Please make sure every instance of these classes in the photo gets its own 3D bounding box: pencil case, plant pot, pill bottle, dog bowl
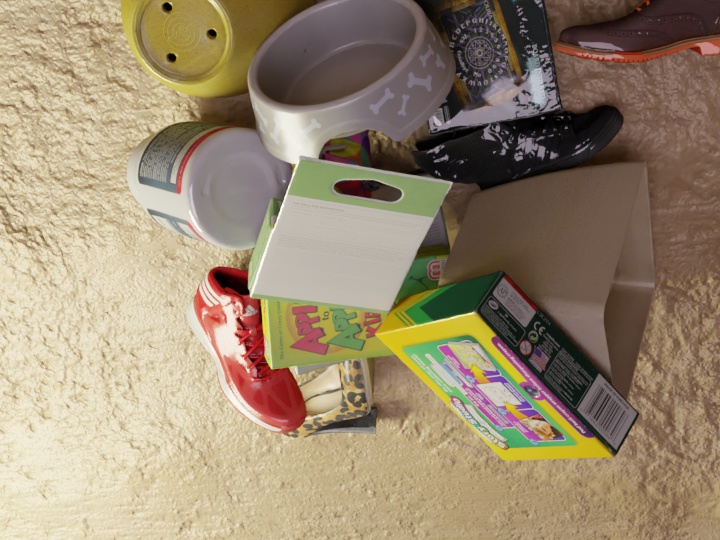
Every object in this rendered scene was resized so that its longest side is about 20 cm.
[{"bbox_3d":[-0.028,-0.134,1.161,0.088,0.200,0.089,-1,134,-1],"label":"pencil case"},{"bbox_3d":[0.189,0.018,1.189,0.177,0.200,0.200,7,142,22],"label":"plant pot"},{"bbox_3d":[-0.155,-0.253,1.158,0.199,0.142,0.201,4,117,7],"label":"plant pot"},{"bbox_3d":[-0.163,-0.093,1.203,0.119,0.200,0.120,-7,103,-31],"label":"pill bottle"},{"bbox_3d":[-0.015,-0.186,1.090,0.199,0.200,0.059,-12,135,15],"label":"dog bowl"}]

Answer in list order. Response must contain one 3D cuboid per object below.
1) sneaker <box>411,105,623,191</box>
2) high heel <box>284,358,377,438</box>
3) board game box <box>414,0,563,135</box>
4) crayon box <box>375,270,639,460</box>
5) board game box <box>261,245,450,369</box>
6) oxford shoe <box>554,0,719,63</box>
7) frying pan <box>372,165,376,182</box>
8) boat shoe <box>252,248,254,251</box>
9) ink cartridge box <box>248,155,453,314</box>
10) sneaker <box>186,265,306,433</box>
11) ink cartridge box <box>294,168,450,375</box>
[{"bbox_3d":[0.161,-0.138,1.206,0.200,0.060,0.104,-31,112,25],"label":"sneaker"},{"bbox_3d":[-0.055,0.134,1.346,0.142,0.072,0.200,1,142,4],"label":"high heel"},{"bbox_3d":[0.117,-0.244,1.150,0.135,0.028,0.201,-9,98,14],"label":"board game box"},{"bbox_3d":[0.137,0.098,1.122,0.200,0.058,0.172,45,153,-16],"label":"crayon box"},{"bbox_3d":[-0.002,0.037,1.219,0.199,0.048,0.102,-6,104,-12],"label":"board game box"},{"bbox_3d":[0.283,-0.241,1.125,0.199,0.071,0.073,-7,109,-5],"label":"oxford shoe"},{"bbox_3d":[-0.023,-0.035,1.309,0.115,0.031,0.191,14,115,5],"label":"frying pan"},{"bbox_3d":[-0.072,0.021,1.312,0.084,0.069,0.200,-24,115,32],"label":"boat shoe"},{"bbox_3d":[-0.014,-0.041,1.091,0.145,0.048,0.200,8,138,-15],"label":"ink cartridge box"},{"bbox_3d":[-0.123,0.082,1.299,0.200,0.078,0.116,48,148,14],"label":"sneaker"},{"bbox_3d":[0.000,0.000,1.258,0.199,0.044,0.174,-16,107,-10],"label":"ink cartridge box"}]
